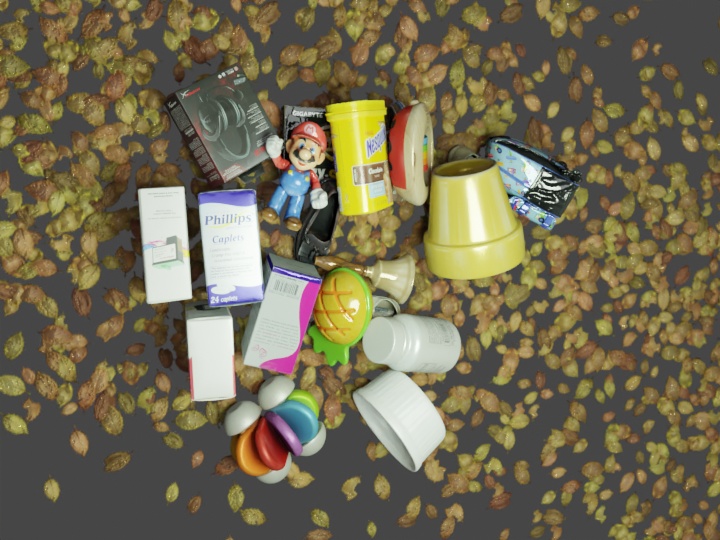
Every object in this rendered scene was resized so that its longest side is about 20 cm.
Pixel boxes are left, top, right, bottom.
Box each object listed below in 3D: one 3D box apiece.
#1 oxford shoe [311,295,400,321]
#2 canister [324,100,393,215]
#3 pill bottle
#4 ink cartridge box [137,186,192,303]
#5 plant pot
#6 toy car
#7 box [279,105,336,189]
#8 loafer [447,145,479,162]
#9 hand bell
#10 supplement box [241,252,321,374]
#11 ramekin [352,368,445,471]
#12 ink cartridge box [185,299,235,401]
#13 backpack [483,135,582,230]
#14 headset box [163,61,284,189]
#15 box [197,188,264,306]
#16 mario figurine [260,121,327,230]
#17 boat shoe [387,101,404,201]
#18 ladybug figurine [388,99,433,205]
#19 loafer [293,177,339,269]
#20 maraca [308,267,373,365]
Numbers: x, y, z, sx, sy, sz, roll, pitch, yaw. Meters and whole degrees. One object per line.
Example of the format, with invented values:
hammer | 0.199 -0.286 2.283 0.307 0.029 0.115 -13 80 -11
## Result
oxford shoe | -0.008 0.081 1.525 0.197 0.058 0.077 5 99 -14
canister | 0.002 -0.215 1.407 0.085 0.148 0.204 -2 101 24
pill bottle | 0.102 0.147 1.496 0.198 0.113 0.116 11 93 -44
ink cartridge box | -0.359 -0.051 1.362 0.083 0.145 0.204 -4 97 -15
plant pot | 0.214 -0.109 1.439 0.198 0.201 0.192 -15 112 -14
toy car | -0.163 0.321 1.456 0.199 0.150 0.176 -35 104 -10
box | -0.062 -0.241 1.481 0.197 0.049 0.163 1 97 -17
loafer | 0.217 -0.161 1.559 0.074 0.068 0.204 -6 97 -15
hand bell | 0.000 0.000 1.490 0.197 0.104 0.106 11 93 -19
supplement box | -0.157 0.084 1.440 0.100 0.103 0.203 15 102 -17
ramekin | 0.082 0.297 1.505 0.097 0.200 0.202 -36 104 -17
ink cartridge box | -0.281 0.142 1.377 0.084 0.200 0.150 -4 97 -15
backpack | 0.335 -0.193 1.538 0.198 0.183 0.136 26 106 -3
headset box | -0.249 -0.261 1.389 0.148 0.077 0.202 -34 103 -29
box | -0.243 -0.049 1.376 0.103 0.184 0.204 -6 98 -13
mario figurine | -0.121 -0.180 1.385 0.122 0.105 0.203 8 105 -47
boat shoe | 0.073 -0.239 1.507 0.071 0.072 0.203 -12 99 -13
ladybug figurine | 0.096 -0.226 1.425 0.071 0.136 0.203 5 110 18
loafer | -0.082 -0.081 1.458 0.071 0.063 0.203 11 110 -21
maraca | -0.042 0.091 1.450 0.106 0.137 0.202 -7 127 -47
